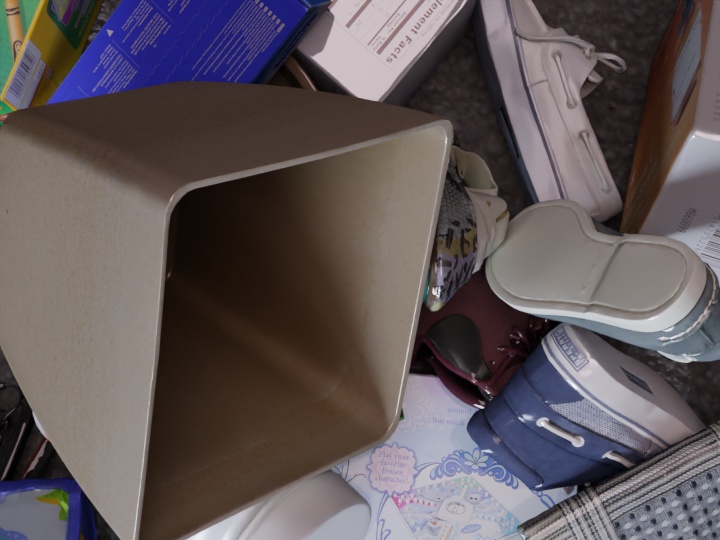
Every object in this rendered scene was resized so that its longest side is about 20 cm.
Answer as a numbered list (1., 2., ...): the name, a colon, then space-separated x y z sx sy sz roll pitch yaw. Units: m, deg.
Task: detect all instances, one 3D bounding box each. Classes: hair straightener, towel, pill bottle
1. hair straightener: -0.230 0.100 0.915 0.076 0.041 0.201 29 89 3
2. towel: 0.212 0.195 0.857 0.191 0.035 0.201 -26 116 -3
3. pill bottle: -0.096 0.115 0.842 0.200 0.114 0.114 38 85 24

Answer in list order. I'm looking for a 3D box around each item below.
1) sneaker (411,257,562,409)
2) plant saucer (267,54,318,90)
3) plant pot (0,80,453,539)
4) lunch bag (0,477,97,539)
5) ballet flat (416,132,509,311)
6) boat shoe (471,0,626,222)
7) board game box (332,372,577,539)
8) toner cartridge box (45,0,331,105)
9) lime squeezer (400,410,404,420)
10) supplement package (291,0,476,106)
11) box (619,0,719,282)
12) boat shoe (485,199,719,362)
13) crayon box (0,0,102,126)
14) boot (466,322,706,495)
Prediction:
1. sneaker: 0.119 0.043 0.881 0.198 0.076 0.116 1 56 9
2. plant saucer: -0.105 -0.067 0.902 0.198 0.029 0.202 3 102 15
3. plant pot: -0.092 -0.004 0.749 0.176 0.199 0.202 29 122 35
4. lunch bag: -0.245 0.231 0.851 0.168 0.127 0.202 -3 84 0
5. ballet flat: 0.056 -0.042 0.859 0.071 0.201 0.073 -3 120 -5
6. boat shoe: 0.131 -0.127 0.916 0.085 0.075 0.204 -18 86 -1
7. board game box: 0.039 0.169 0.900 0.198 0.043 0.201 6 83 1
8. toner cartridge box: -0.116 -0.120 0.849 0.095 0.043 0.200 44 113 1
9. lime squeezer: 0.000 0.000 0.897 0.037 0.071 0.202 -12 81 12
10. supplement package: -0.033 -0.196 0.904 0.200 0.114 0.110 40 86 3
11. box: 0.236 -0.094 0.838 0.105 0.153 0.201 16 55 2
12. boat shoe: 0.139 0.010 0.791 0.062 0.200 0.073 37 83 -26
13. crayon box: -0.206 -0.197 0.901 0.058 0.119 0.202 20 84 2
14. boot: 0.150 0.103 0.863 0.090 0.199 0.073 -44 42 15
